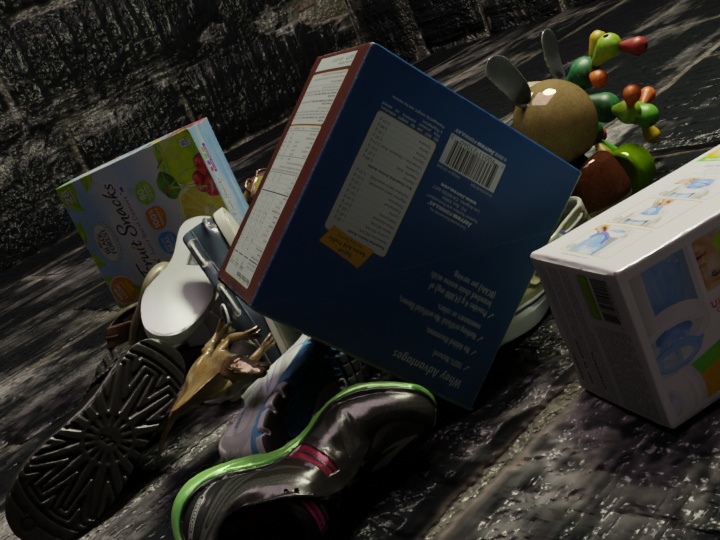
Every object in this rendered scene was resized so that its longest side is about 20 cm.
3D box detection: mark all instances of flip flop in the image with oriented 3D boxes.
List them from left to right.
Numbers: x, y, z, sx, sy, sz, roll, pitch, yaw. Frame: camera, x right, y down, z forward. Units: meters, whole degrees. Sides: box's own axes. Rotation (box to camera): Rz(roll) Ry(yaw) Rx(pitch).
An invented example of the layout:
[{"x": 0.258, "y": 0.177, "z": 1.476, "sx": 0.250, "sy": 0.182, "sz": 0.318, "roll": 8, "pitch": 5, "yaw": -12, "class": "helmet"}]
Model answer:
[{"x": -0.269, "y": 0.065, "z": 1.008, "sx": 0.201, "sy": 0.057, "sz": 0.081, "roll": -64, "pitch": -5, "yaw": 34, "class": "flip flop"}]

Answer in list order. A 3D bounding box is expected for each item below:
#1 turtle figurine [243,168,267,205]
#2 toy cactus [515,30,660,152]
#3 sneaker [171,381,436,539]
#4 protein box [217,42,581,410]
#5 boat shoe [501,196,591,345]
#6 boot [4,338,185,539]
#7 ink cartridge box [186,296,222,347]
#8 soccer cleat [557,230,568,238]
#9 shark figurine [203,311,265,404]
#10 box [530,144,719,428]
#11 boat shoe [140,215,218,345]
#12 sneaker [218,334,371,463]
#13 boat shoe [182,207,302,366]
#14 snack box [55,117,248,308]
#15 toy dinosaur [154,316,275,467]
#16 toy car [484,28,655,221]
[{"x": -0.113, "y": -0.108, "z": 1.123, "sx": 0.160, "sy": 0.065, "sz": 0.200, "roll": -24, "pitch": 10, "yaw": 44, "class": "turtle figurine"}, {"x": 0.263, "y": -0.201, "z": 0.981, "sx": 0.163, "sy": 0.200, "sz": 0.103, "roll": 13, "pitch": 71, "yaw": 25, "class": "toy cactus"}, {"x": -0.028, "y": 0.147, "z": 0.576, "sx": 0.198, "sy": 0.077, "sz": 0.084, "roll": -30, "pitch": 34, "yaw": -9, "class": "sneaker"}, {"x": 0.025, "y": -0.034, "z": 0.668, "sx": 0.202, "sy": 0.197, "sz": 0.135, "roll": -64, "pitch": 21, "yaw": 0, "class": "protein box"}, {"x": 0.145, "y": 0.001, "z": 0.769, "sx": 0.199, "sy": 0.063, "sz": 0.072, "roll": -37, "pitch": 21, "yaw": -34, "class": "boat shoe"}, {"x": -0.251, "y": 0.156, "z": 0.804, "sx": 0.212, "sy": 0.079, "sz": 0.157, "roll": -51, "pitch": 15, "yaw": -24, "class": "boot"}, {"x": -0.130, "y": 0.006, "z": 1.101, "sx": 0.145, "sy": 0.084, "sz": 0.200, "roll": -11, "pitch": 21, "yaw": 40, "class": "ink cartridge box"}, {"x": 0.258, "y": -0.042, "z": 0.709, "sx": 0.198, "sy": 0.065, "sz": 0.084, "roll": -23, "pitch": 46, "yaw": 12, "class": "soccer cleat"}, {"x": -0.131, "y": 0.062, "z": 0.932, "sx": 0.127, "sy": 0.090, "sz": 0.214, "roll": -25, "pitch": 18, "yaw": -9, "class": "shark figurine"}, {"x": 0.235, "y": -0.003, "z": 0.568, "sx": 0.198, "sy": 0.114, "sz": 0.101, "roll": -29, "pitch": 16, "yaw": -13, "class": "box"}, {"x": -0.182, "y": 0.022, "z": 0.916, "sx": 0.070, "sy": 0.064, "sz": 0.201, "roll": 7, "pitch": 37, "yaw": 3, "class": "boat shoe"}, {"x": -0.059, "y": 0.099, "z": 0.744, "sx": 0.086, "sy": 0.076, "sz": 0.200, "roll": -19, "pitch": 16, "yaw": 34, "class": "sneaker"}, {"x": -0.114, "y": 0.034, "z": 0.838, "sx": 0.061, "sy": 0.201, "sz": 0.075, "roll": -31, "pitch": -11, "yaw": 6, "class": "boat shoe"}, {"x": -0.243, "y": -0.067, "z": 1.040, "sx": 0.198, "sy": 0.170, "sz": 0.068, "roll": -20, "pitch": 16, "yaw": 20, "class": "snack box"}, {"x": -0.135, "y": 0.095, "z": 0.746, "sx": 0.200, "sy": 0.058, "sz": 0.101, "roll": -40, "pitch": 6, "yaw": 43, "class": "toy dinosaur"}, {"x": 0.194, "y": -0.143, "z": 0.902, "sx": 0.164, "sy": 0.202, "sz": 0.157, "roll": -33, "pitch": 19, "yaw": -30, "class": "toy car"}]
